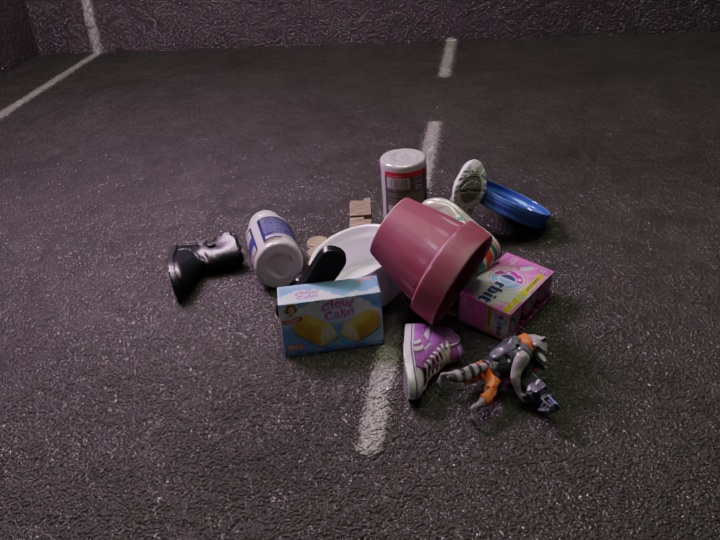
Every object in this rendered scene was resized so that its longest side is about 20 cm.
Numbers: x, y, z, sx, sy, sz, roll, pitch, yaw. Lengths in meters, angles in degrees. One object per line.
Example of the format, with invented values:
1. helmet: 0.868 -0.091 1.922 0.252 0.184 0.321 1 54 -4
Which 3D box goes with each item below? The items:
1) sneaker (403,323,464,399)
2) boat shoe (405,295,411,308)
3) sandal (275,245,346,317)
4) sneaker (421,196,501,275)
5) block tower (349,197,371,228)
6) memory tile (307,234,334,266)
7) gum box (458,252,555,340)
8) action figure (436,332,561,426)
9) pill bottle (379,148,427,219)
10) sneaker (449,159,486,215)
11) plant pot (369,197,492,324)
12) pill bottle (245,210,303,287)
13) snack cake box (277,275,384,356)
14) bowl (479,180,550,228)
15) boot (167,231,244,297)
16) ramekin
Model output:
1. sneaker: 0.131 0.155 1.419 0.111 0.074 0.202 2 30 5
2. boat shoe: 0.118 -0.023 1.602 0.066 0.206 0.071 5 -12 -31
3. sandal: -0.095 0.023 1.550 0.074 0.201 0.049 27 30 -28
4. sneaker: 0.186 -0.068 1.607 0.199 0.071 0.093 39 56 17
5. block tower: 0.001 -0.101 1.862 0.056 0.055 0.201 -2 30 2
6. memory tile: -0.027 -0.046 1.842 0.194 0.017 0.154 -6 30 -3
7. gum box: 0.292 0.046 1.573 0.112 0.068 0.199 23 40 31
8. action figure: 0.244 0.174 1.329 0.191 0.106 0.199 -32 25 -13
9. pill bottle: 0.102 -0.169 1.846 0.107 0.205 0.112 -3 29 2
10. sneaker: 0.228 -0.160 1.828 0.076 0.205 0.100 11 17 -15
11. plant pot: 0.122 -0.032 1.488 0.178 0.202 0.199 37 44 15
12. pill bottle: -0.199 -0.056 1.789 0.108 0.114 0.201 -11 31 -11
13. snack cake box: -0.056 0.086 1.519 0.194 0.118 0.068 -7 29 -4
14. bowl: 0.350 -0.158 1.874 0.196 0.040 0.201 22 17 -7
15. boot: -0.345 -0.021 1.784 0.164 0.078 0.201 -13 24 -7
16. ramekin: 0.000 0.000 1.644 0.195 0.099 0.202 -14 33 9
